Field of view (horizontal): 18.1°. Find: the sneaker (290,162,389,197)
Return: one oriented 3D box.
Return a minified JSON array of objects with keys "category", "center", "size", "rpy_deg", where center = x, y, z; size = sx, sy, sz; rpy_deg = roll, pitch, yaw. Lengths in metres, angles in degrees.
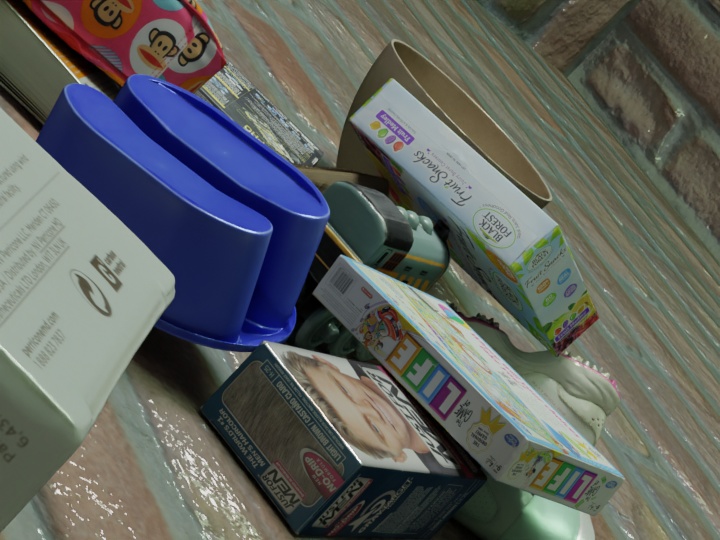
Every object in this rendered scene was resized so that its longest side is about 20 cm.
[{"category":"sneaker","center":[-0.049,-0.041,1.680],"size":[0.070,0.076,0.199],"rpy_deg":[13,6,42]}]

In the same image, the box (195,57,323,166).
[{"category":"box","center":[-0.122,-0.137,1.802],"size":[0.200,0.049,0.161],"rpy_deg":[45,11,-3]}]

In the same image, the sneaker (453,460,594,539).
[{"category":"sneaker","center":[0.100,0.136,1.589],"size":[0.118,0.074,0.201],"rpy_deg":[39,12,-14]}]

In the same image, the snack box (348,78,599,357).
[{"category":"snack box","center":[0.086,-0.040,1.708],"size":[0.200,0.053,0.142],"rpy_deg":[44,-7,34]}]

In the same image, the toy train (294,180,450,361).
[{"category":"toy train","center":[0.000,0.000,1.605],"size":[0.085,0.114,0.200],"rpy_deg":[50,13,20]}]

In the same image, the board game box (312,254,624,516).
[{"category":"board game box","center":[0.071,0.075,1.483],"size":[0.200,0.034,0.134],"rpy_deg":[45,12,36]}]

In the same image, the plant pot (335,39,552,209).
[{"category":"plant pot","center":[0.054,-0.088,2.013],"size":[0.200,0.134,0.200],"rpy_deg":[43,12,-12]}]

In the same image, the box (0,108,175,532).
[{"category":"box","center":[-0.198,0.020,0.771],"size":[0.200,0.171,0.199],"rpy_deg":[44,13,-7]}]

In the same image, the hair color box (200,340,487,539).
[{"category":"hair color box","center":[-0.005,0.107,1.373],"size":[0.100,0.061,0.200],"rpy_deg":[49,14,21]}]

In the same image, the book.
[{"category":"book","center":[-0.219,-0.149,1.541],"size":[0.200,0.048,0.134],"rpy_deg":[45,9,-4]}]

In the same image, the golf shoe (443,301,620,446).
[{"category":"golf shoe","center":[0.098,0.087,1.746],"size":[0.199,0.092,0.075],"rpy_deg":[23,-8,11]}]

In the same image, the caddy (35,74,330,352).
[{"category":"caddy","center":[-0.116,-0.029,1.347],"size":[0.200,0.106,0.141],"rpy_deg":[37,25,21]}]

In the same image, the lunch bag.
[{"category":"lunch bag","center":[-0.192,-0.209,1.569],"size":[0.200,0.082,0.176],"rpy_deg":[43,4,-36]}]
